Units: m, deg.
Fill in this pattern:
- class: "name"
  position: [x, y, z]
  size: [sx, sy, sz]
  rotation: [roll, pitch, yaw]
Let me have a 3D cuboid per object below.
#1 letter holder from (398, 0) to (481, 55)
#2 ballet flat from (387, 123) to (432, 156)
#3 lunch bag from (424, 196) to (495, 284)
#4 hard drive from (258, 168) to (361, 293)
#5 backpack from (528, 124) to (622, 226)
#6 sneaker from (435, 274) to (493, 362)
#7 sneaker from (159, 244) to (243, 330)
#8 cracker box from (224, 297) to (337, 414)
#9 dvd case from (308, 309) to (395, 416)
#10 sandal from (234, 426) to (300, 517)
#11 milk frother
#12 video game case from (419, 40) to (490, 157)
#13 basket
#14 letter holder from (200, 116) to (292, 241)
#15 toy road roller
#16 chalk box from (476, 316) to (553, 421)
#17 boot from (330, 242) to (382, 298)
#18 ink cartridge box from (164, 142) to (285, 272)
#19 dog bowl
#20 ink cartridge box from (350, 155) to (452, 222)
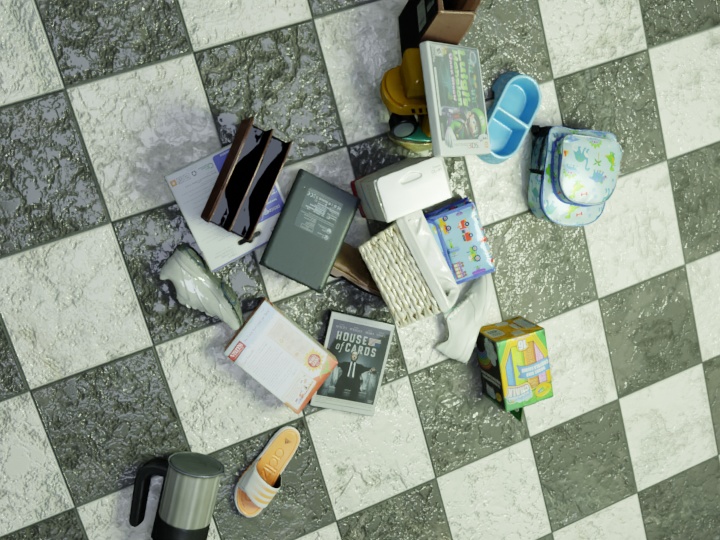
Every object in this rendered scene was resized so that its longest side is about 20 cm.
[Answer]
- class: "letter holder"
  position: [0.171, -0.483, 1.347]
  size: [0.138, 0.200, 0.104]
  rotation: [-2, 80, -16]
- class: "ballet flat"
  position: [0.152, -0.270, 1.465]
  size: [0.194, 0.071, 0.073]
  rotation: [-11, 101, -11]
- class: "lunch bag"
  position: [0.166, -0.043, 1.497]
  size: [0.195, 0.094, 0.154]
  rotation: [-21, 101, 4]
- class: "hard drive"
  position: [-0.099, -0.076, 1.392]
  size: [0.137, 0.033, 0.205]
  rotation: [24, 86, -12]
- class: "backpack"
  position: [0.452, -0.198, 1.507]
  size: [0.177, 0.147, 0.206]
  rotation: [5, 100, -13]
- class: "sneaker"
  position: [0.223, 0.093, 1.533]
  size: [0.086, 0.075, 0.205]
  rotation: [19, 94, -4]
- class: "sneaker"
  position: [-0.309, 0.045, 1.391]
  size: [0.087, 0.075, 0.201]
  rotation: [-41, 99, 7]
- class: "cracker box"
  position: [-0.161, 0.172, 1.434]
  size: [0.199, 0.058, 0.135]
  rotation: [41, 89, -10]
- class: "dvd case"
  position: [-0.018, 0.198, 1.504]
  size: [0.146, 0.025, 0.206]
  rotation: [12, 95, -16]
- class: "sandal"
  position: [-0.194, 0.422, 1.472]
  size: [0.078, 0.059, 0.210]
  rotation: [31, 89, -16]
- class: "milk frother"
  position: [-0.367, 0.474, 1.363]
  size: [0.175, 0.200, 0.194]
  rotation: [12, 95, -12]
- class: "video game case"
  position: [0.181, -0.318, 1.325]
  size: [0.179, 0.023, 0.206]
  rotation: [-13, 96, -49]
- class: "basket"
  position: [0.097, -0.005, 1.412]
  size: [0.121, 0.135, 0.204]
  rotation: [-25, 94, 20]
- class: "letter holder"
  position: [-0.206, -0.166, 1.298]
  size: [0.099, 0.142, 0.204]
  rotation: [24, 90, -18]
- class: "toy road roller"
  position: [0.135, -0.351, 1.378]
  size: [0.194, 0.147, 0.126]
  rotation: [-6, 65, -12]
- class: "chalk box"
  position: [0.339, 0.224, 1.551]
  size: [0.121, 0.125, 0.206]
  rotation: [-13, 102, -12]
- class: "boot"
  position: [0.000, 0.000, 1.460]
  size: [0.197, 0.073, 0.077]
  rotation: [28, 81, -14]
- class: "ink cartridge box"
  position: [-0.252, -0.134, 1.385]
  size: [0.194, 0.047, 0.204]
  rotation: [-27, 105, -12]
- class: "dog bowl"
  position: [0.315, -0.324, 1.503]
  size: [0.110, 0.050, 0.204]
  rotation: [27, 91, -17]
- class: "ink cartridge box"
  position: [0.075, -0.161, 1.385]
  size: [0.144, 0.200, 0.088]
  rotation: [-22, 103, -10]
